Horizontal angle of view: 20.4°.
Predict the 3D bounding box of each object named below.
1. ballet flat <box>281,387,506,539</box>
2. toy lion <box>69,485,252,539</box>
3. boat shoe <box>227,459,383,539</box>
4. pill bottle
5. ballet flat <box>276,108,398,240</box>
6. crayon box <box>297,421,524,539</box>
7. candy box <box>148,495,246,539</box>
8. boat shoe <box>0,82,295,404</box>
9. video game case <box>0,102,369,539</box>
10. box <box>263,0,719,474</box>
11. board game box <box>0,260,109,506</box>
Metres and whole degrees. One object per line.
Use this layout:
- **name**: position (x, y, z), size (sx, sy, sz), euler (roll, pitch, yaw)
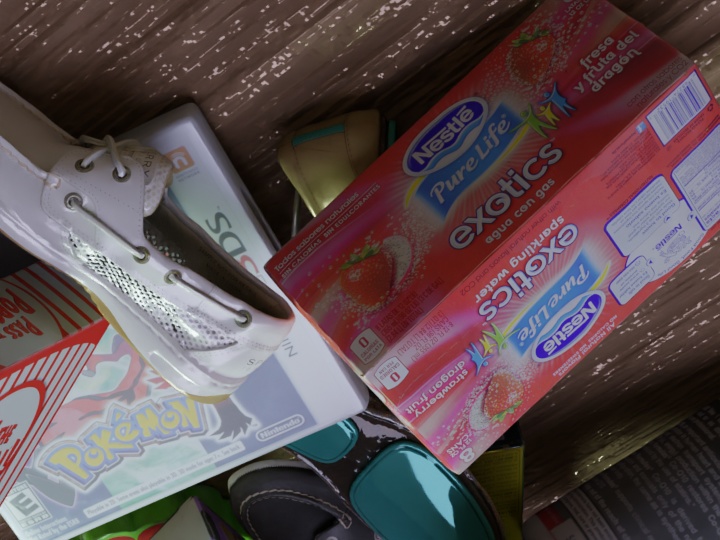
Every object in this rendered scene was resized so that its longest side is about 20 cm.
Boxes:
- **ballet flat**: position (0.003, 0.085, 1.062), size (0.200, 0.067, 0.068), euler (42, 116, -19)
- **toy lion**: position (-0.146, 0.206, 1.206), size (0.192, 0.069, 0.200), euler (-17, 140, -7)
- **boat shoe**: position (-0.001, 0.168, 1.116), size (0.067, 0.057, 0.200), euler (-28, 137, 20)
- **pill bottle**: position (0.204, 0.142, 1.150), size (0.200, 0.114, 0.114), euler (-32, 139, -2)
- **ballet flat**: position (0.000, 0.000, 1.005), size (0.063, 0.069, 0.200), euler (-6, 131, 7)
- **crayon box**: position (0.030, 0.153, 1.190), size (0.127, 0.051, 0.200), euler (-9, 139, -5)
- **candy box**: position (-0.031, 0.236, 1.086), size (0.072, 0.168, 0.200), euler (-45, 111, 1)
- **boat shoe**: position (-0.110, -0.030, 0.895), size (0.069, 0.071, 0.200), euler (-40, 106, 23)
- **video game case**: position (-0.124, 0.034, 0.984), size (0.200, 0.023, 0.182), euler (-24, 116, 13)
- **box**: position (0.072, -0.020, 0.918), size (0.200, 0.095, 0.103), euler (-44, 136, -1)
- **board game box**: position (-0.209, 0.097, 0.920), size (0.200, 0.046, 0.151), euler (-57, 169, 25)
